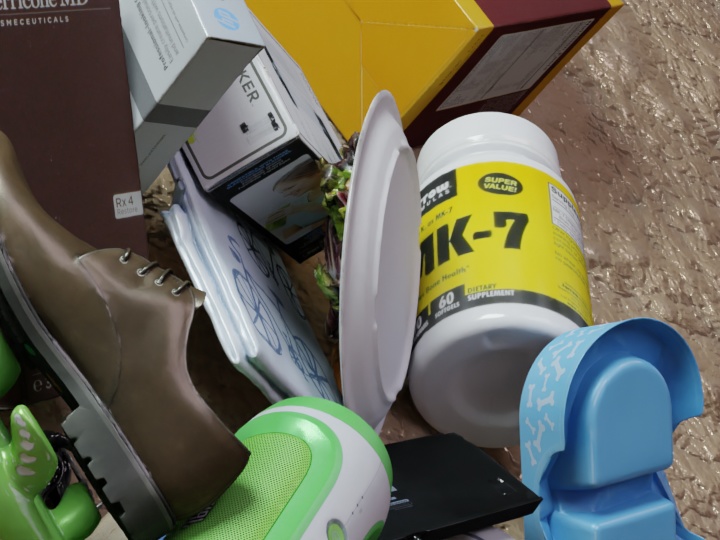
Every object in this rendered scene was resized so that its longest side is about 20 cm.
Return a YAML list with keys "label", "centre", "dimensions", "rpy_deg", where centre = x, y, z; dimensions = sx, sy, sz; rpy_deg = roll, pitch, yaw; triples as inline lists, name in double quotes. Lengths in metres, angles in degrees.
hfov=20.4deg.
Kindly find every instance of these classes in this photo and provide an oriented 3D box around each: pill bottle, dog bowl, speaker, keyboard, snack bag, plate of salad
- label: "pill bottle"
  centre: [0.083, 0.001, 1.239]
  dimensions: [0.114, 0.114, 0.201]
  rpy_deg: [27, 37, -23]
- label: "dog bowl"
  centre: [0.141, 0.125, 1.133]
  dimensions: [0.111, 0.049, 0.201]
  rpy_deg: [-10, 100, -37]
- label: "speaker"
  centre: [-0.053, 0.139, 0.878]
  dimensions: [0.088, 0.088, 0.200]
  rpy_deg: [41, 37, -4]
- label: "keyboard"
  centre: [0.018, 0.135, 1.026]
  dimensions: [0.199, 0.021, 0.127]
  rpy_deg: [-9, 34, -41]
- label: "snack bag"
  centre: [-0.064, 0.003, 1.091]
  dimensions: [0.201, 0.021, 0.189]
  rpy_deg: [65, 7, 29]
- label: "plate of salad"
  centre: [0.000, 0.000, 1.110]
  dimensions: [0.048, 0.201, 0.200]
  rpy_deg: [4, 35, 11]

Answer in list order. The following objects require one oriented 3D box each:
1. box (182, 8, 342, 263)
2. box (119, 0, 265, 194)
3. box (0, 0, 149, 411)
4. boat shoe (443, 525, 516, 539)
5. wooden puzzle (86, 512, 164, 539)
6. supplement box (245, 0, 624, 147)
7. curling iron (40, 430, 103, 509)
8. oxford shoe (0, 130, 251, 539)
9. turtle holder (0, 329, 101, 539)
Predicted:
- label: "box"
  centre: [-0.060, -0.085, 1.137]
  dimensions: [0.117, 0.060, 0.200]
  rpy_deg: [62, 6, 15]
- label: "box"
  centre: [-0.143, -0.110, 1.042]
  dimensions: [0.041, 0.200, 0.156]
  rpy_deg: [4, 50, -42]
- label: "box"
  centre: [-0.161, -0.040, 0.957]
  dimensions: [0.100, 0.075, 0.201]
  rpy_deg: [-15, 99, -53]
- label: "boat shoe"
  centre: [0.087, 0.222, 1.044]
  dimensions: [0.065, 0.074, 0.200]
  rpy_deg: [-8, 59, -55]
- label: "wooden puzzle"
  centre: [-0.075, 0.200, 0.922]
  dimensions: [0.185, 0.046, 0.200]
  rpy_deg: [44, 34, 1]
- label: "supplement box"
  centre: [0.039, -0.206, 1.395]
  dimensions: [0.200, 0.133, 0.198]
  rpy_deg: [-17, 66, -53]
- label: "curling iron"
  centre: [-0.170, 0.137, 0.907]
  dimensions: [0.050, 0.026, 0.200]
  rpy_deg: [39, 35, -3]
- label: "oxford shoe"
  centre: [-0.114, 0.016, 0.870]
  dimensions: [0.084, 0.073, 0.201]
  rpy_deg: [-31, 87, -10]
- label: "turtle holder"
  centre: [-0.186, 0.103, 0.837]
  dimensions: [0.186, 0.131, 0.141]
  rpy_deg: [61, -8, -3]
